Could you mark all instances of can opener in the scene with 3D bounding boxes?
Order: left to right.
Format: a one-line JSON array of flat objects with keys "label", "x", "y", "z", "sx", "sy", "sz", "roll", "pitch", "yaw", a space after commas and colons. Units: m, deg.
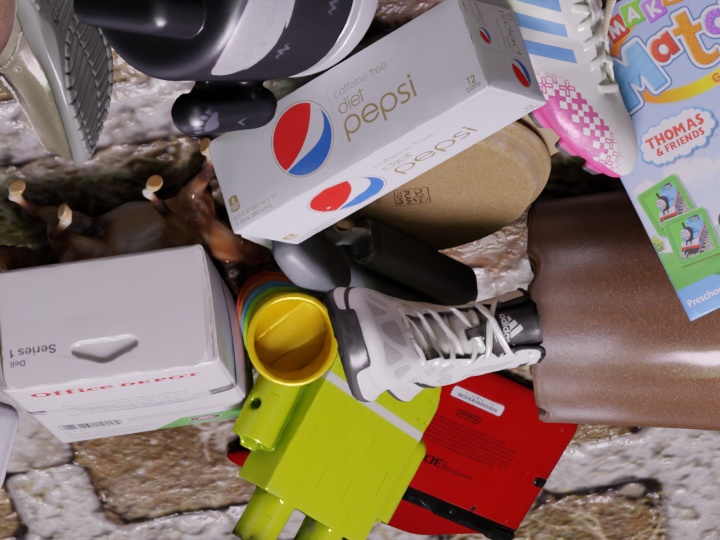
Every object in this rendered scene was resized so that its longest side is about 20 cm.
[{"label": "can opener", "x": 0.000, "y": 0.000, "z": 1.793, "sx": 0.052, "sy": 0.067, "sz": 0.199, "roll": -25, "pitch": 151, "yaw": 34}]

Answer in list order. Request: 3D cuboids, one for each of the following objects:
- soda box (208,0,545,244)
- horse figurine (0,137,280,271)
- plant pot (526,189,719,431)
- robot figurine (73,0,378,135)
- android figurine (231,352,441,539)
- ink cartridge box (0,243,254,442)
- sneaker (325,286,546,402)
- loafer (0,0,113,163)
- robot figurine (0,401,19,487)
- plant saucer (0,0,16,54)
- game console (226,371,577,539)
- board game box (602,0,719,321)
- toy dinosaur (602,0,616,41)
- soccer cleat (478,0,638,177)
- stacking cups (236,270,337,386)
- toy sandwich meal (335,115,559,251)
[{"label": "soda box", "x": 0.007, "y": -0.088, "z": 1.639, "sx": 0.199, "sy": 0.064, "sz": 0.068, "roll": -29, "pitch": 159, "yaw": 29}, {"label": "horse figurine", "x": -0.157, "y": -0.028, "z": 1.824, "sx": 0.199, "sy": 0.050, "sz": 0.133, "roll": -14, "pitch": 153, "yaw": 3}, {"label": "plant pot", "x": 0.214, "y": 0.023, "z": 1.843, "sx": 0.197, "sy": 0.201, "sz": 0.201, "roll": -2, "pitch": 142, "yaw": 9}, {"label": "robot figurine", "x": -0.076, "y": -0.170, "z": 1.572, "sx": 0.199, "sy": 0.125, "sz": 0.150, "roll": -7, "pitch": 143, "yaw": -53}, {"label": "android figurine", "x": -0.014, "y": 0.113, "z": 1.922, "sx": 0.041, "sy": 0.201, "sz": 0.182, "roll": 21, "pitch": 172, "yaw": 42}, {"label": "ink cartridge box", "x": -0.156, "y": 0.052, "z": 1.844, "sx": 0.145, "sy": 0.085, "sz": 0.200, "roll": -8, "pitch": 166, "yaw": 2}, {"label": "sneaker", "x": 0.052, "y": 0.033, "z": 1.734, "sx": 0.115, "sy": 0.076, "sz": 0.200, "roll": -18, "pitch": 171, "yaw": 13}, {"label": "loafer", "x": -0.206, "y": -0.146, "z": 1.672, "sx": 0.069, "sy": 0.076, "sz": 0.201, "roll": 2, "pitch": 137, "yaw": 19}, {"label": "robot figurine", "x": -0.341, "y": 0.102, "z": 1.916, "sx": 0.199, "sy": 0.114, "sz": 0.169, "roll": 18, "pitch": 169, "yaw": -26}, {"label": "plant saucer", "x": -0.300, "y": -0.169, "z": 1.601, "sx": 0.199, "sy": 0.035, "sz": 0.201, "roll": 10, "pitch": 137, "yaw": 10}, {"label": "game console", "x": 0.032, "y": 0.125, "z": 2.070, "sx": 0.199, "sy": 0.119, "sz": 0.173, "roll": 24, "pitch": 102, "yaw": -33}, {"label": "board game box", "x": 0.228, "y": -0.091, "z": 1.707, "sx": 0.151, "sy": 0.201, "sz": 0.037, "roll": -27, "pitch": 178, "yaw": 25}, {"label": "toy dinosaur", "x": 0.200, "y": -0.224, "z": 1.589, "sx": 0.199, "sy": 0.102, "sz": 0.058, "roll": -31, "pitch": 136, "yaw": 28}, {"label": "soccer cleat", "x": 0.121, "y": -0.145, "z": 1.661, "sx": 0.086, "sy": 0.070, "sz": 0.200, "roll": -35, "pitch": 107, "yaw": 19}, {"label": "stacking cups", "x": -0.056, "y": 0.027, "z": 1.820, "sx": 0.060, "sy": 0.200, "sz": 0.061, "roll": -1, "pitch": 100, "yaw": -8}, {"label": "toy sandwich meal", "x": 0.035, "y": -0.081, "z": 1.781, "sx": 0.203, "sy": 0.071, "sz": 0.206, "roll": -3, "pitch": 153, "yaw": -1}]
